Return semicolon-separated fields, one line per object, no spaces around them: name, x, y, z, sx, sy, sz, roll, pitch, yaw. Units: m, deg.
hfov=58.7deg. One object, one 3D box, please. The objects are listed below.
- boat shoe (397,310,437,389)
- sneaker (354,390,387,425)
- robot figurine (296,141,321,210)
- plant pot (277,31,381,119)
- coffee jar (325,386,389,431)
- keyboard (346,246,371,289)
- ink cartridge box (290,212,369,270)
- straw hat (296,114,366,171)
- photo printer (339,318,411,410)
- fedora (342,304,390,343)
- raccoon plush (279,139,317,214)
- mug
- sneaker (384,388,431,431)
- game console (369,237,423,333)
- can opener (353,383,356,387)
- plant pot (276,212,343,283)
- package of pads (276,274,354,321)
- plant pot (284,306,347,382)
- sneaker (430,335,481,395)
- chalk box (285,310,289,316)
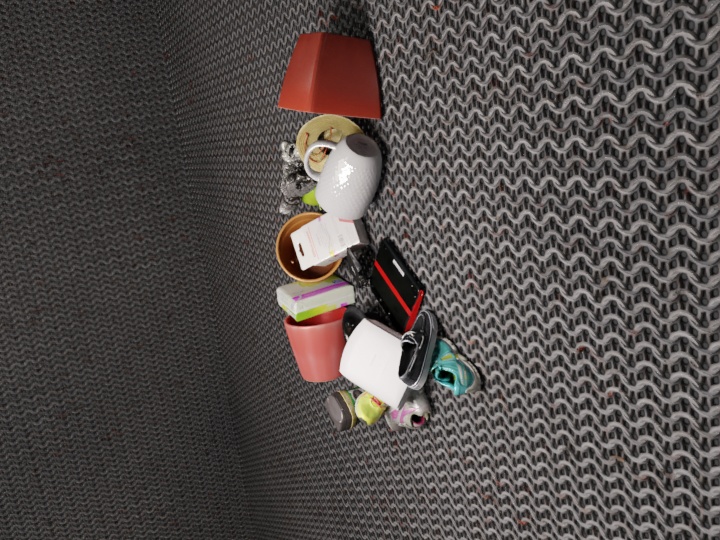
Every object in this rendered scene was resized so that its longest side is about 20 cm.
boat shoe;0.124;0.170;1.471;0.071;0.067;0.203;-27;38;47
sneaker;0.055;0.320;1.676;0.078;0.200;0.091;40;133;1
robot figurine;-0.144;-0.277;1.845;0.203;0.114;0.176;66;158;19
plant pot;-0.069;-0.467;1.532;0.199;0.197;0.180;28;117;56
coffee jar;0.005;0.366;1.764;0.105;0.197;0.086;55;147;37
keyboard;0.000;0.000;1.746;0.105;0.039;0.200;63;175;13
ink cartridge box;-0.085;-0.088;1.757;0.198;0.067;0.118;-24;78;24
straw hat;-0.063;-0.342;1.662;0.086;0.197;0.203;-73;-1;-45
photo printer;0.051;0.226;1.597;0.198;0.069;0.169;29;96;20
fedora;0.032;0.181;1.742;0.200;0.090;0.204;38;137;47
raccoon plush;-0.200;-0.266;1.763;0.199;0.096;0.136;-38;62;39
mug;-0.045;-0.249;1.579;0.149;0.197;0.177;-74;7;-46
sneaker;0.125;0.377;1.663;0.089;0.080;0.201;62;152;29
game console;0.090;0.043;1.636;0.201;0.031;0.179;56;144;35
can opener;0.000;0.261;1.908;0.053;0.066;0.204;169;100;-68
plant pot;-0.140;-0.055;1.878;0.140;0.197;0.203;80;171;-80
package of pads;-0.136;0.073;1.907;0.154;0.197;0.070;28;129;56
plant pot;-0.114;0.217;1.877;0.200;0.197;0.181;16;116;61
sneaker;0.191;0.214;1.451;0.200;0.078;0.079;39;136;53
chalk box;-0.166;0.147;2.095;0.199;0.122;0.127;-8;96;65
